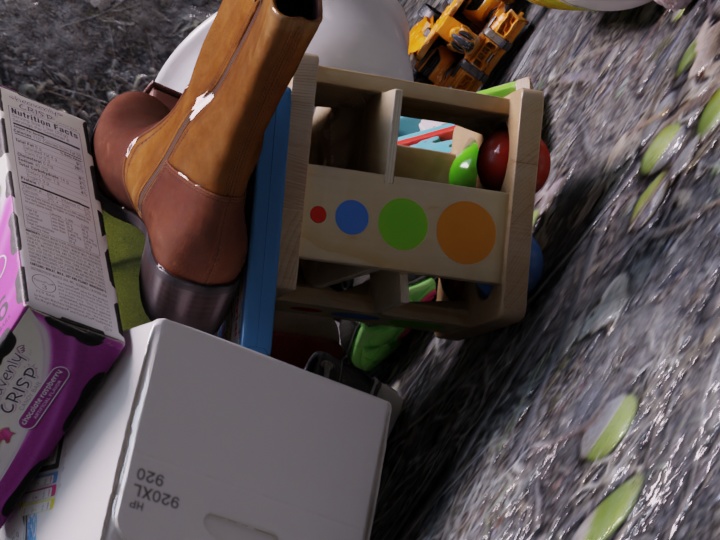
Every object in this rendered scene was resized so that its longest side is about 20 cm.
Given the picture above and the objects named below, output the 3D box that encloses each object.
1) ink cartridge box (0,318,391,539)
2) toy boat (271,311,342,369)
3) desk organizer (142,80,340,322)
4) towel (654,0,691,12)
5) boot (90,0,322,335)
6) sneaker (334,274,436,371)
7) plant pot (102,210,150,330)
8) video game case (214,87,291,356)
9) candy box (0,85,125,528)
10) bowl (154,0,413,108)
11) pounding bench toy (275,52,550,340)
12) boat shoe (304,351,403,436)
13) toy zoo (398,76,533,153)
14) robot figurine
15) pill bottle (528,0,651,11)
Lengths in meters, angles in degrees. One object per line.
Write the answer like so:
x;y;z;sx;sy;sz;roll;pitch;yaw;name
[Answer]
-0.103;0.125;1.437;0.200;0.147;0.145;-17;57;57;ink cartridge box
-0.093;0.091;1.871;0.200;0.130;0.132;150;124;-69;toy boat
-0.069;-0.041;1.847;0.072;0.199;0.077;-47;31;39;desk organizer
0.146;-0.275;1.600;0.192;0.200;0.032;-58;9;-24;towel
-0.082;-0.098;1.416;0.189;0.068;0.201;-103;27;-54;boot
0.000;0.000;1.741;0.077;0.084;0.200;-53;9;15;sneaker
-0.141;0.069;1.695;0.199;0.194;0.200;-16;-8;-2;plant pot
-0.074;-0.004;1.503;0.200;0.018;0.144;140;137;-69;video game case
-0.189;0.016;1.446;0.137;0.061;0.200;-54;29;25;candy box
-0.041;-0.102;1.928;0.201;0.200;0.091;-50;51;29;bowl
0.009;-0.031;1.546;0.200;0.155;0.125;156;121;-73;pounding bench toy
-0.040;0.126;1.551;0.072;0.068;0.201;-44;16;51;boat shoe
0.014;-0.069;1.749;0.199;0.021;0.131;-15;18;8;toy zoo
0.078;-0.179;2.050;0.145;0.058;0.200;-54;9;12;robot figurine
0.136;-0.215;1.719;0.110;0.109;0.200;-55;9;0;pill bottle
